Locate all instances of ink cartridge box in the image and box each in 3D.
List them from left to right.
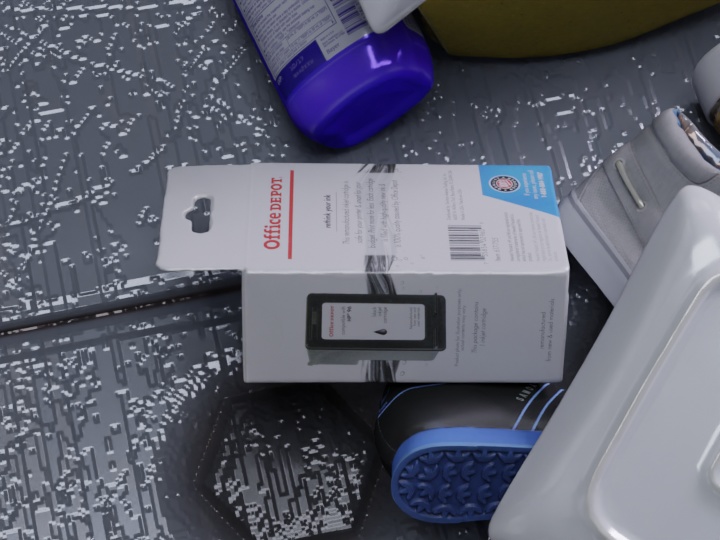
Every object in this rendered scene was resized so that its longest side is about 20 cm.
[{"bbox_3d":[0.000,0.000,1.156,0.199,0.068,0.116,1,29,-1],"label":"ink cartridge box"}]

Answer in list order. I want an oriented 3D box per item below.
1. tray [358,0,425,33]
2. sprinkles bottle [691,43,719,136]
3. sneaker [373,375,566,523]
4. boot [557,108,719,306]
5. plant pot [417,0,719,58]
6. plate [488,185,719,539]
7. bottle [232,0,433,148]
[{"bbox_3d":[0.016,-0.227,1.157,0.107,0.022,0.201,-35,65,28],"label":"tray"},{"bbox_3d":[0.240,-0.031,1.201,0.068,0.068,0.201,-16,66,-9],"label":"sprinkles bottle"},{"bbox_3d":[0.105,0.086,1.146,0.199,0.070,0.078,7,32,-14],"label":"sneaker"},{"bbox_3d":[0.185,0.007,1.155,0.096,0.073,0.200,-46,63,17],"label":"boot"},{"bbox_3d":[0.094,-0.225,1.226,0.199,0.196,0.195,-29,68,6],"label":"plant pot"},{"bbox_3d":[0.192,0.091,1.089,0.199,0.032,0.200,31,84,-4],"label":"plate"},{"bbox_3d":[-0.033,-0.167,1.254,0.083,0.065,0.201,-35,66,19],"label":"bottle"}]
